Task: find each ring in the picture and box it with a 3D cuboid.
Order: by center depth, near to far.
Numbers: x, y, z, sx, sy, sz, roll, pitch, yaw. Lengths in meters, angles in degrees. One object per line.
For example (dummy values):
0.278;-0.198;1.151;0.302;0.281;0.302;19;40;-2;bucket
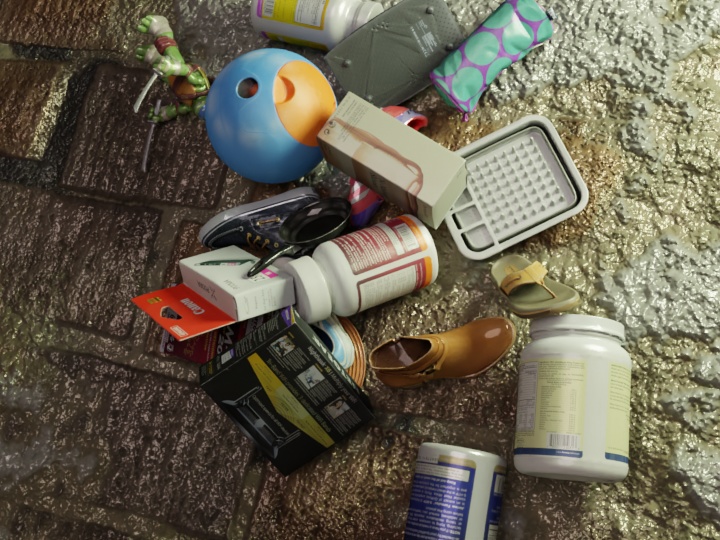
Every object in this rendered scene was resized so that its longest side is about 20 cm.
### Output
-0.087;0.144;1.420;0.200;0.019;0.201;-4;75;14;ring

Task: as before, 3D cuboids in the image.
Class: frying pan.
-0.075;-0.046;1.360;0.115;0.031;0.190;-7;35;26;frying pan

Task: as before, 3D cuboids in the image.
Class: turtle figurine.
-0.330;-0.307;1.552;0.200;0.144;0.194;-32;65;2;turtle figurine

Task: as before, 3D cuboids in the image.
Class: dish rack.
0.214;-0.117;1.394;0.200;0.044;0.172;-26;68;8;dish rack

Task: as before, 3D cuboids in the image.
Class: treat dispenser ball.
-0.134;-0.232;1.443;0.201;0.201;0.201;-4;74;15;treat dispenser ball

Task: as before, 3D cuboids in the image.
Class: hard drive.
0.055;-0.333;1.463;0.200;0.135;0.042;-32;26;3;hard drive

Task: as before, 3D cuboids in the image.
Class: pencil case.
0.199;-0.324;1.434;0.200;0.085;0.092;-42;104;2;pencil case

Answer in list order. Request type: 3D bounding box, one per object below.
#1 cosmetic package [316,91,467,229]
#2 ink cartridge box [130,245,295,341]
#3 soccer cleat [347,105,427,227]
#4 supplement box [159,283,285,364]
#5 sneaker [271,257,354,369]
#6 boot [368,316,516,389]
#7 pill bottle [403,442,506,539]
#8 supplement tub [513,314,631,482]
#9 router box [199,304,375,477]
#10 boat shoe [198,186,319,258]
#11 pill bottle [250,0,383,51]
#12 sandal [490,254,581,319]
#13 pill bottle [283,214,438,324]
0.046;-0.155;1.361;0.200;0.103;0.087;32;80;16;cosmetic package
-0.213;0.026;1.344;0.200;0.173;0.044;25;126;55;ink cartridge box
0.038;-0.157;1.444;0.076;0.067;0.200;14;75;24;soccer cleat
-0.201;0.088;1.405;0.200;0.061;0.109;9;89;37;supplement box
-0.078;0.061;1.387;0.072;0.072;0.200;-43;67;27;sneaker
0.112;0.108;1.299;0.200;0.155;0.074;-27;69;7;boot
0.119;0.335;1.252;0.120;0.120;0.200;7;76;18;pill bottle
0.276;0.167;1.240;0.145;0.145;0.200;2;75;17;supplement tub
-0.099;0.168;1.311;0.157;0.200;0.052;-33;27;7;router box
-0.149;-0.054;1.464;0.200;0.071;0.091;-20;66;8;boat shoe
-0.067;-0.406;1.524;0.200;0.104;0.104;17;80;19;pill bottle
0.224;0.012;1.288;0.080;0.054;0.200;-24;24;-5;sandal
0.000;0.000;1.347;0.200;0.110;0.110;-20;67;-20;pill bottle
